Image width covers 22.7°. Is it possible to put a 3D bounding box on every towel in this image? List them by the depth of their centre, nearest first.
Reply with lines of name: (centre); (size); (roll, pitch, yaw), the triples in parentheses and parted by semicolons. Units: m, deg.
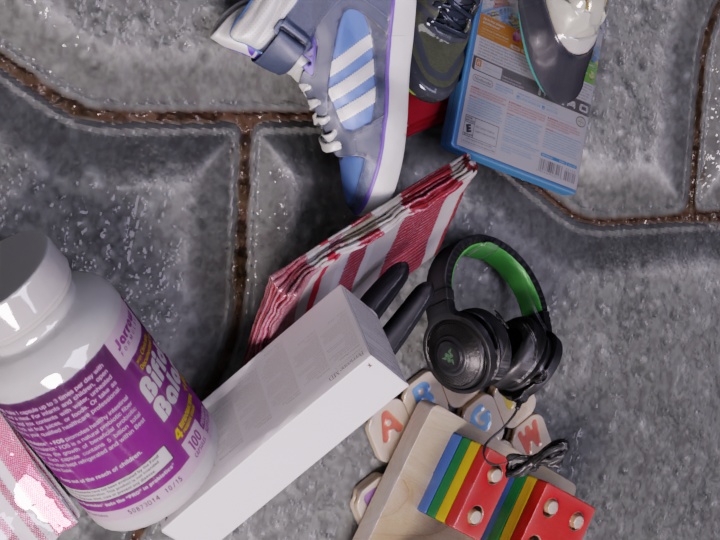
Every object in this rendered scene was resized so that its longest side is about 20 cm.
towel: (-0.297, 0.183, 1.204); (0.200, 0.030, 0.147); (-44, 122, -21)
towel: (0.000, 0.000, 1.343); (0.199, 0.023, 0.144); (-33, 162, -28)

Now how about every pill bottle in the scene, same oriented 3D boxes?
pill bottle: (-0.189, 0.073, 1.211); (0.112, 0.112, 0.201); (-47, 124, -20)

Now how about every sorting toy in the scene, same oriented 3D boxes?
sorting toy: (0.091, 0.239, 1.471); (0.199, 0.069, 0.200); (32, 82, -39)

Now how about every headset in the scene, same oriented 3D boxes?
headset: (0.117, 0.064, 1.424); (0.123, 0.094, 0.202); (12, 64, -41)

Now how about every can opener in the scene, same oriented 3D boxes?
can opener: (-0.015, 0.081, 1.354); (0.200, 0.079, 0.063); (-48, 120, -4)

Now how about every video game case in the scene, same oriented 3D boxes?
video game case: (0.137, -0.176, 1.445); (0.142, 0.018, 0.202); (17, 80, -37)

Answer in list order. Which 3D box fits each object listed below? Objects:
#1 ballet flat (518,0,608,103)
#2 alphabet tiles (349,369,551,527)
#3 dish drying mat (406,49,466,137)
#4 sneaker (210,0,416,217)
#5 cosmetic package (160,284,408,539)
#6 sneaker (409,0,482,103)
ballet flat: (0.156, -0.230, 1.405); (0.073, 0.073, 0.202); (-19, 102, -33)
alphabet tiles: (0.080, 0.170, 1.500); (0.199, 0.015, 0.197); (-35, 119, -26)
dish drying mat: (0.061, -0.154, 1.414); (0.199, 0.018, 0.077); (-25, 112, -31)
sneaker: (-0.041, -0.141, 1.303); (0.145, 0.081, 0.202); (4, 103, -12)
cosmetic package: (-0.063, 0.108, 1.277); (0.200, 0.083, 0.051); (-40, 128, 13)
sneaker: (0.073, -0.226, 1.360); (0.073, 0.081, 0.202); (14, 85, -32)
